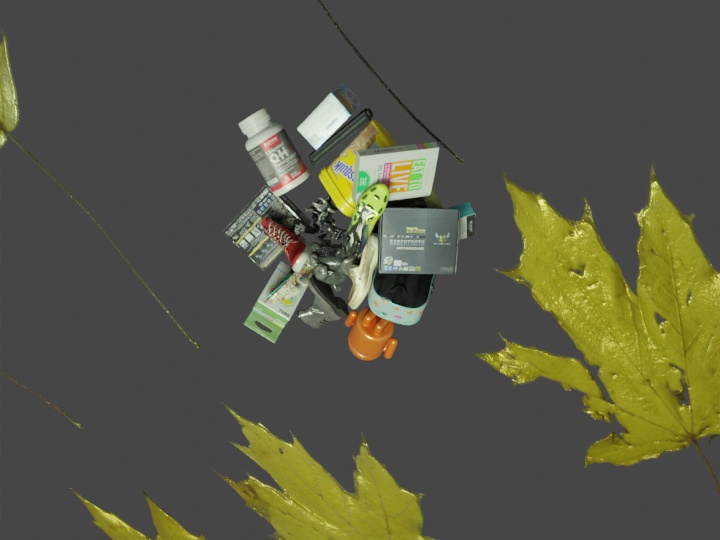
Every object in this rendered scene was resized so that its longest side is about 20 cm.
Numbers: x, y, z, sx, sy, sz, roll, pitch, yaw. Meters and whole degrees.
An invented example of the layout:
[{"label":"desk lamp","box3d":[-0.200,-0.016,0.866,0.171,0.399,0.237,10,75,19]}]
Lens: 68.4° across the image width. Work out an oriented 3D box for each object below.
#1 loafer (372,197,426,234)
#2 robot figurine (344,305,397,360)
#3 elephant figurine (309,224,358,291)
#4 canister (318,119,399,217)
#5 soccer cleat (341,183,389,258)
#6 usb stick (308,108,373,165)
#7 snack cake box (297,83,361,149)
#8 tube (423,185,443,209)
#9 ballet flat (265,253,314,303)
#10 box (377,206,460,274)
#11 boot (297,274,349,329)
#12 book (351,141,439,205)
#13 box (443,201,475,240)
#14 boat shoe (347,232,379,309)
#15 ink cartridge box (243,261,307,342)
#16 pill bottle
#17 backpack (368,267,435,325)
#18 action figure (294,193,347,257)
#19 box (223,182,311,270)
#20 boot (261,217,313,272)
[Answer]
[{"label":"loafer","box3d":[0.089,-0.156,1.388,0.198,0.073,0.072,-24,154,37]},{"label":"robot figurine","box3d":[0.030,0.181,1.510,0.141,0.118,0.201,7,143,-12]},{"label":"elephant figurine","box3d":[-0.027,-0.043,1.423,0.197,0.155,0.144,-20,80,19]},{"label":"canister","box3d":[0.007,-0.256,1.328,0.200,0.086,0.150,-42,65,21]},{"label":"soccer cleat","box3d":[0.010,-0.123,1.264,0.064,0.084,0.202,27,115,0]},{"label":"usb stick","box3d":[-0.051,-0.337,1.339,0.199,0.056,0.033,-35,104,21]},{"label":"snack cake box","box3d":[-0.070,-0.366,1.247,0.115,0.201,0.067,-40,104,22]},{"label":"tube","box3d":[0.166,-0.194,1.380,0.058,0.052,0.202,2,126,51]},{"label":"ballet flat","box3d":[-0.179,0.029,1.452,0.064,0.201,0.075,43,146,-9]},{"label":"box","box3d":[0.140,-0.073,1.298,0.196,0.051,0.161,1,99,-7]},{"label":"boot","box3d":[-0.128,0.102,1.506,0.130,0.071,0.201,-23,135,16]},{"label":"book","box3d":[0.080,-0.231,1.249,0.196,0.048,0.135,-11,138,-17]},{"label":"box","box3d":[0.196,-0.108,1.368,0.196,0.050,0.083,-16,141,0]},{"label":"boat shoe","box3d":[0.000,0.000,1.355,0.064,0.072,0.203,18,105,-15]},{"label":"ink cartridge box","box3d":[-0.230,0.085,1.477,0.103,0.202,0.059,32,145,-8]},{"label":"pill bottle","box3d":[-0.223,-0.303,1.349,0.109,0.111,0.202,-25,109,18]},{"label":"backpack","box3d":[0.104,0.045,1.409,0.173,0.202,0.155,19,134,-2]},{"label":"action figure","box3d":[-0.104,-0.128,1.357,0.101,0.201,0.120,17,116,-35]},{"label":"box","box3d":[-0.260,-0.121,1.471,0.161,0.049,0.200,44,113,-11]},{"label":"boot","box3d":[-0.195,-0.073,1.349,0.143,0.200,0.073,37,97,-17]}]
